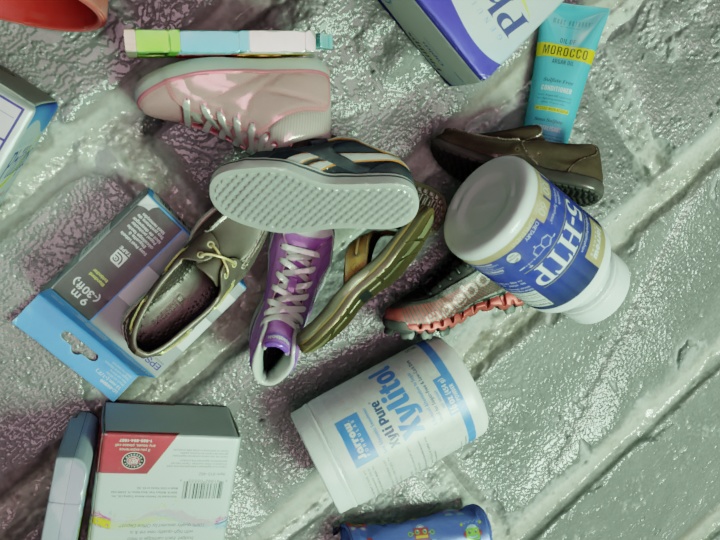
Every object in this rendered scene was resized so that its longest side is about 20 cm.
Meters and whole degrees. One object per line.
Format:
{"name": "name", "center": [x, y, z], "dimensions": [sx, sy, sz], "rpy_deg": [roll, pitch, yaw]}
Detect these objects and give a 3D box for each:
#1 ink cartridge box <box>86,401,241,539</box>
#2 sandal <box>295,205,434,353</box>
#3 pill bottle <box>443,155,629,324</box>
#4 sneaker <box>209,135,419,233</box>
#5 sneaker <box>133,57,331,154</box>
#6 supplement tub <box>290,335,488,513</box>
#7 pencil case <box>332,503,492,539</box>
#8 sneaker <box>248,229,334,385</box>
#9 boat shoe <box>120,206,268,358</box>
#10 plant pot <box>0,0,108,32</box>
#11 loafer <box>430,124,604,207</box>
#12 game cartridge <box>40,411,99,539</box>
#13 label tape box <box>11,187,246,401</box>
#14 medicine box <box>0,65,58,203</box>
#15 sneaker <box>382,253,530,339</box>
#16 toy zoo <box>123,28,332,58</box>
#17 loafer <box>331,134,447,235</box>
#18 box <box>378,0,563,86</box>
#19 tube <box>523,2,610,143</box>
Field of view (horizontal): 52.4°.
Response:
{"name": "ink cartridge box", "center": [-0.225, 0.258, 0.814], "dimensions": [0.145, 0.083, 0.201], "rpy_deg": [7, 102, -21]}
{"name": "sandal", "center": [0.000, 0.000, 0.745], "dimensions": [0.200, 0.080, 0.054], "rpy_deg": [-45, 76, -7]}
{"name": "pill bottle", "center": [0.198, -0.024, 0.795], "dimensions": [0.199, 0.120, 0.120], "rpy_deg": [31, 93, -30]}
{"name": "sneaker", "center": [-0.046, -0.086, 0.718], "dimensions": [0.199, 0.080, 0.079], "rpy_deg": [4, 131, -10]}
{"name": "sneaker", "center": [-0.122, -0.151, 0.732], "dimensions": [0.199, 0.075, 0.105], "rpy_deg": [-7, 78, -12]}
{"name": "supplement tub", "center": [0.034, 0.175, 0.850], "dimensions": [0.199, 0.132, 0.133], "rpy_deg": [-28, 109, -10]}
{"name": "pencil case", "center": [0.067, 0.350, 0.930], "dimensions": [0.199, 0.087, 0.079], "rpy_deg": [-3, 68, -17]}
{"name": "sneaker", "center": [-0.071, 0.028, 0.769], "dimensions": [0.072, 0.114, 0.202], "rpy_deg": [12, 112, -9]}
{"name": "boat shoe", "center": [-0.155, 0.004, 0.719], "dimensions": [0.200, 0.059, 0.072], "rpy_deg": [-48, 110, -9]}
{"name": "plant pot", "center": [-0.300, -0.319, 0.607], "dimensions": [0.199, 0.200, 0.179], "rpy_deg": [9, 92, -19]}
{"name": "loafer", "center": [0.179, -0.128, 0.830], "dimensions": [0.199, 0.073, 0.071], "rpy_deg": [16, 74, 10]}
{"name": "game cartridge", "center": [-0.310, 0.267, 0.766], "dimensions": [0.040, 0.133, 0.201], "rpy_deg": [11, 100, -12]}
{"name": "label tape box", "center": [-0.241, 0.035, 0.768], "dimensions": [0.200, 0.066, 0.143], "rpy_deg": [-45, 112, -4]}
{"name": "medicine box", "center": [-0.366, -0.088, 0.637], "dimensions": [0.103, 0.182, 0.201], "rpy_deg": [32, 93, -22]}
{"name": "sneaker", "center": [0.113, 0.017, 0.868], "dimensions": [0.199, 0.071, 0.099], "rpy_deg": [-17, 108, -14]}
{"name": "toy zoo", "center": [-0.123, -0.218, 0.707], "dimensions": [0.199, 0.131, 0.021], "rpy_deg": [-5, 105, -16]}
{"name": "loafer", "center": [-0.002, -0.092, 0.811], "dimensions": [0.199, 0.067, 0.076], "rpy_deg": [28, 91, -5]}
{"name": "box", "center": [0.123, -0.330, 0.768], "dimensions": [0.200, 0.105, 0.184], "rpy_deg": [-46, 110, -1]}
{"name": "tube", "center": [0.230, -0.210, 0.859], "dimensions": [0.077, 0.050, 0.201], "rpy_deg": [12, 99, 8]}
